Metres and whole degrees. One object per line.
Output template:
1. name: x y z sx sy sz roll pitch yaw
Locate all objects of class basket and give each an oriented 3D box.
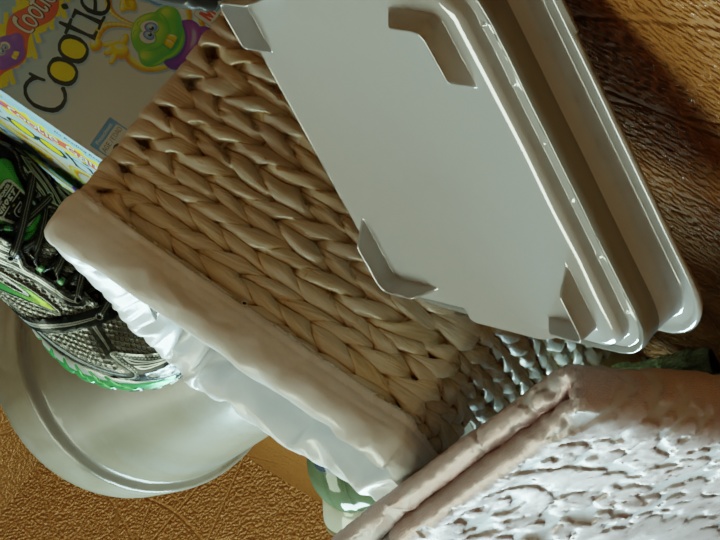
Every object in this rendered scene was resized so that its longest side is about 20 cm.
1. basket: 0.000 0.000 1.289 0.200 0.161 0.198 31 171 22

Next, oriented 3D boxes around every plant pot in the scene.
1. plant pot: -0.098 0.034 1.717 0.200 0.200 0.173 39 156 -25

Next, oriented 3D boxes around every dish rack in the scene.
1. dish rack: 0.028 -0.050 1.066 0.172 0.044 0.200 13 141 48

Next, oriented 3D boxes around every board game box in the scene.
1. board game box: -0.123 -0.097 1.432 0.103 0.105 0.200 34 173 3

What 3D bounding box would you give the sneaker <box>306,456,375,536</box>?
1. sneaker: 0.012 0.040 1.521 0.067 0.200 0.090 -2 134 20

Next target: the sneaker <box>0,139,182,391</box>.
1. sneaker: -0.162 -0.008 1.457 0.200 0.078 0.085 32 171 16

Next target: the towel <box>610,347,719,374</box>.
1. towel: 0.127 0.099 1.454 0.200 0.037 0.148 -12 144 26

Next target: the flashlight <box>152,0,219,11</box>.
1. flashlight: -0.102 -0.149 1.188 0.068 0.068 0.200 36 171 -29

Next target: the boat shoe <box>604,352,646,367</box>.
1. boat shoe: 0.114 0.048 1.477 0.076 0.072 0.200 15 168 25

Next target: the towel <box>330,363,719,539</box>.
1. towel: 0.103 0.097 1.221 0.200 0.191 0.032 5 -123 -41
